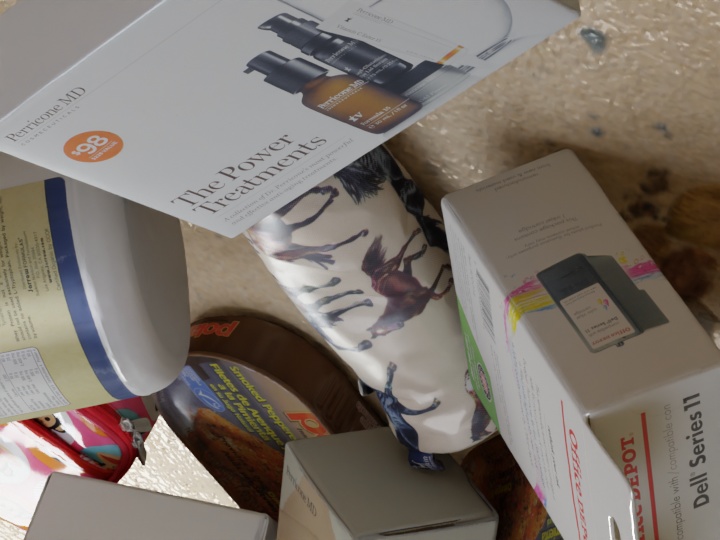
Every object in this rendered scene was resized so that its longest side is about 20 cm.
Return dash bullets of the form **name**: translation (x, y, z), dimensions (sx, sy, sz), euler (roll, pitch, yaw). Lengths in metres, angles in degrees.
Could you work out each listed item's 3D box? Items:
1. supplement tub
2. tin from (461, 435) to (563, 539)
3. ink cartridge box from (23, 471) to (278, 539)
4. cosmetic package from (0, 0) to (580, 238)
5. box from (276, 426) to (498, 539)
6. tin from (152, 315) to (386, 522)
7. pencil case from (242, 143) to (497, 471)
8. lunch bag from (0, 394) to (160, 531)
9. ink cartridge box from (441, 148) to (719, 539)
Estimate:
- **supplement tub**: translation (-0.191, 0.003, 1.266), dimensions (0.198, 0.145, 0.145), euler (-11, 134, 9)
- **tin**: translation (0.087, 0.133, 1.276), dimensions (0.042, 0.113, 0.200), euler (9, 163, -16)
- **ink cartridge box**: translation (-0.079, 0.191, 1.444), dimensions (0.144, 0.085, 0.200), euler (8, 159, 29)
- **cosmetic package**: translation (-0.037, -0.094, 1.053), dimensions (0.199, 0.052, 0.150), euler (-31, 144, 33)
- **box**: translation (0.005, 0.184, 1.310), dimensions (0.095, 0.077, 0.201), euler (-132, 41, -54)
- **tin**: translation (-0.027, 0.100, 1.419), dimensions (0.112, 0.042, 0.200), euler (-4, 133, 47)
- **pencil case**: translation (0.000, 0.000, 1.231), dimensions (0.089, 0.078, 0.200), euler (-22, 122, 28)
- **lunch bag**: translation (-0.202, 0.045, 1.452), dimensions (0.199, 0.082, 0.176), euler (36, 142, -9)
- **ink cartridge box**: translation (0.104, 0.056, 1.118), dimensions (0.200, 0.067, 0.118), euler (-120, 14, -48)
